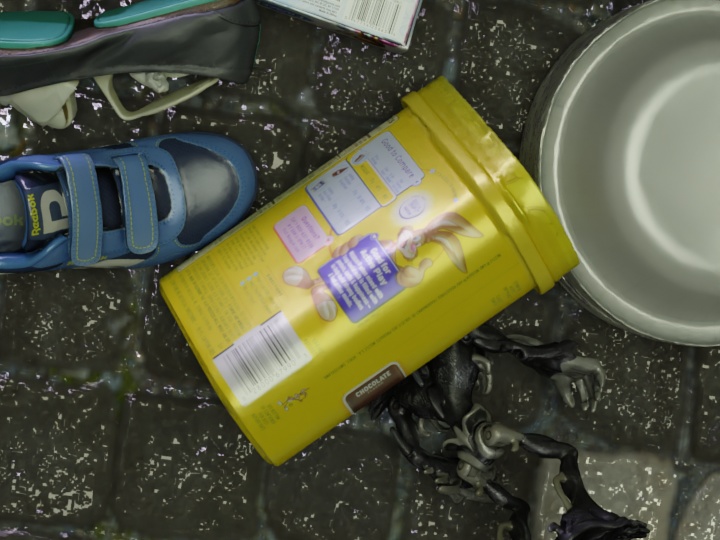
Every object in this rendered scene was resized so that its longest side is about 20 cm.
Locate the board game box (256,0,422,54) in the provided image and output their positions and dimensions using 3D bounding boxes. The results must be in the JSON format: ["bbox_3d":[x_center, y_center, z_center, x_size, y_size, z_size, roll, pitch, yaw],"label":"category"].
[{"bbox_3d":[-0.037,-0.250,1.163,0.198,0.041,0.201,19,89,-6],"label":"board game box"}]

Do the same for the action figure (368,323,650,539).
[{"bbox_3d":[0.077,0.091,1.158,0.119,0.102,0.201,-45,54,24],"label":"action figure"}]

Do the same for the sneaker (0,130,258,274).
[{"bbox_3d":[-0.153,-0.033,1.138,0.198,0.082,0.075,-11,92,-8],"label":"sneaker"}]

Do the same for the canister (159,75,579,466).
[{"bbox_3d":[0.000,0.000,1.125,0.199,0.149,0.087,-34,129,-1],"label":"canister"}]

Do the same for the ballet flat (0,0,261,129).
[{"bbox_3d":[-0.151,-0.114,1.138,0.198,0.073,0.074,-7,93,6],"label":"ballet flat"}]

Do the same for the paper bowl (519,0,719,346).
[{"bbox_3d":[0.195,-0.057,1.164,0.199,0.104,0.203,0,92,-8],"label":"paper bowl"}]
